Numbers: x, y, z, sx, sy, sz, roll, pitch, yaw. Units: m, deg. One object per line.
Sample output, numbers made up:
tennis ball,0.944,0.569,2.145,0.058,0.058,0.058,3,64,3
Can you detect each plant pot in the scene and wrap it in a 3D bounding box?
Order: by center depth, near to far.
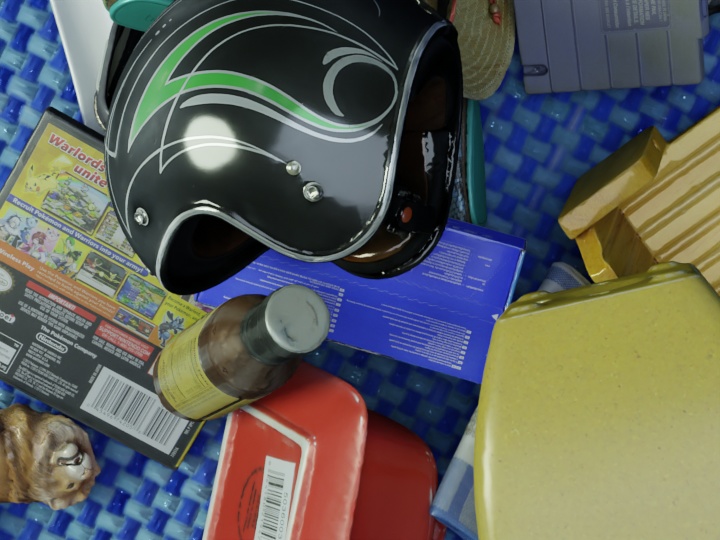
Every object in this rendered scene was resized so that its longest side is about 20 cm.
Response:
plant pot,0.158,0.104,0.855,0.195,0.194,0.200,-14,91,11

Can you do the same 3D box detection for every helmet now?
helmet,-0.050,-0.077,0.849,0.190,0.200,0.201,10,94,16

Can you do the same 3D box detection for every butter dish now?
butter dish,-0.010,0.166,0.991,0.148,0.199,0.200,10,93,-27

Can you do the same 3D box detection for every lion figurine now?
lion figurine,-0.279,0.144,0.984,0.200,0.072,0.123,-30,121,-17

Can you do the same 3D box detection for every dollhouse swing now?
dollhouse swing,0.269,-0.018,0.988,0.176,0.182,0.200,-33,95,21

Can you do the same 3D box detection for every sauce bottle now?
sauce bottle,-0.073,0.050,0.913,0.065,0.200,0.065,7,74,-24

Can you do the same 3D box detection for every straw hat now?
straw hat,0.021,-0.192,0.975,0.085,0.201,0.201,-15,95,30

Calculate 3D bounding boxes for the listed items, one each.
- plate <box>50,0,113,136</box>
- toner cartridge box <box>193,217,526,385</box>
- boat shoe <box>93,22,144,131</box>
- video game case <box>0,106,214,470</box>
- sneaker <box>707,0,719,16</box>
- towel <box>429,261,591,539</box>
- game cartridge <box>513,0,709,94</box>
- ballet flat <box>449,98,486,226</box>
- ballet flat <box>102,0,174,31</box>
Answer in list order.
plate,-0.100,-0.148,1.020,0.199,0.032,0.200,-14,95,-1
toner cartridge box,0.000,0.000,0.962,0.200,0.043,0.095,16,103,4
boat shoe,-0.119,-0.178,0.969,0.073,0.063,0.200,24,91,-2
video game case,-0.168,0.015,1.009,0.200,0.026,0.181,29,100,-11
sneaker,0.202,-0.229,1.009,0.199,0.073,0.112,8,93,-5
towel,0.136,0.111,0.996,0.147,0.024,0.200,42,67,-31
game cartridge,0.162,-0.218,0.979,0.129,0.038,0.200,-3,115,15
ballet flat,0.058,-0.024,1.014,0.074,0.074,0.201,-7,91,-3
ballet flat,-0.073,-0.168,0.943,0.200,0.074,0.074,18,93,-41
